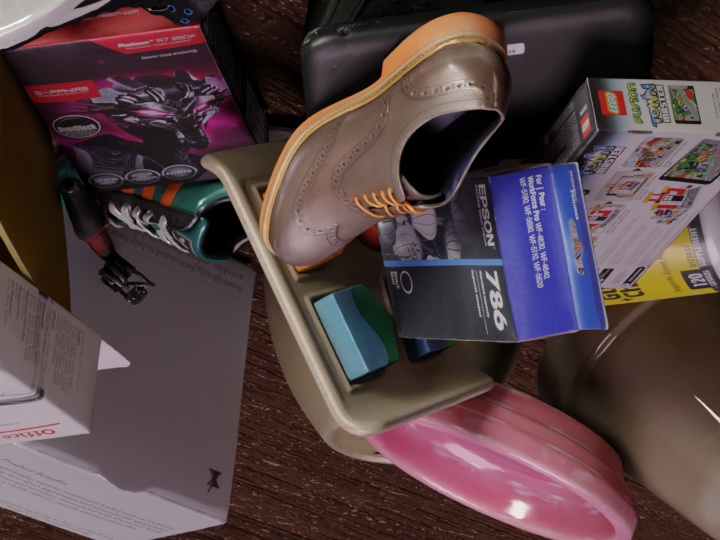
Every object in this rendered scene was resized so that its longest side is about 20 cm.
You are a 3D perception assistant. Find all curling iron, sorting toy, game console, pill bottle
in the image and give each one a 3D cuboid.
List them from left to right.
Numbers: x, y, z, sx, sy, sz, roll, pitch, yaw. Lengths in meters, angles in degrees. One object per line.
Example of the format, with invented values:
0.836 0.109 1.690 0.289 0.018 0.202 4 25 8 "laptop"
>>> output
-0.170 -0.025 1.807 0.050 0.026 0.200 39 168 18 "curling iron"
0.000 0.000 1.716 0.036 0.200 0.185 -34 171 28 "sorting toy"
0.062 -0.122 1.610 0.199 0.117 0.176 -8 140 -3 "game console"
0.152 -0.032 1.777 0.199 0.112 0.112 -8 153 24 "pill bottle"

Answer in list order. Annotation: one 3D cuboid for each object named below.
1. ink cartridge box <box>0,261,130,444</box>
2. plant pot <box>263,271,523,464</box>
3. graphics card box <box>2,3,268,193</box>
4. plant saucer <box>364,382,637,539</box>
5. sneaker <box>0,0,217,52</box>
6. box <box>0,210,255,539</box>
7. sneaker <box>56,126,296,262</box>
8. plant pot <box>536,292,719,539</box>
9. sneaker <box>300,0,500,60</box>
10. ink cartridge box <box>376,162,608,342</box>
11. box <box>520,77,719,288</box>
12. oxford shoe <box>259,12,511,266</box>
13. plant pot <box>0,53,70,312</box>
-0.235 0.054 1.655 0.116 0.068 0.200 -8 154 25 "ink cartridge box"
0.025 0.061 1.982 0.200 0.135 0.200 3 155 2 "plant pot"
-0.136 -0.117 1.702 0.125 0.051 0.200 -7 156 8 "graphics card box"
0.098 0.123 1.851 0.200 0.051 0.201 23 165 7 "plant saucer"
-0.141 -0.154 1.507 0.200 0.073 0.112 -33 148 0 "sneaker"
-0.195 0.070 1.956 0.199 0.201 0.131 25 151 -39 "box"
-0.122 -0.046 1.826 0.199 0.080 0.071 -4 155 26 "sneaker"
0.248 0.090 1.863 0.200 0.174 0.200 -24 144 -19 "plant pot"
0.035 -0.165 1.565 0.104 0.060 0.200 12 153 -11 "sneaker"
0.071 -0.010 1.604 0.039 0.100 0.200 -13 -176 -26 "ink cartridge box"
0.146 -0.048 1.606 0.110 0.035 0.200 1 154 -21 "box"
0.010 -0.057 1.528 0.071 0.073 0.200 19 133 -30 "oxford shoe"
-0.285 -0.071 1.684 0.199 0.177 0.200 0 155 9 "plant pot"
